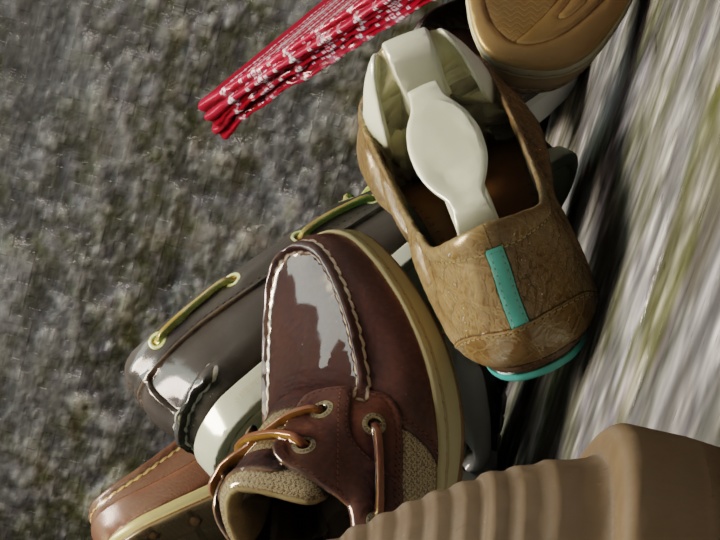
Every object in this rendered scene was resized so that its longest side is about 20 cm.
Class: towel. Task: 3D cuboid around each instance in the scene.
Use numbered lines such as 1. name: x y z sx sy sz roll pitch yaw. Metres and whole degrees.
1. towel: 0.025 -0.132 1.134 0.200 0.023 0.145 -28 13 42

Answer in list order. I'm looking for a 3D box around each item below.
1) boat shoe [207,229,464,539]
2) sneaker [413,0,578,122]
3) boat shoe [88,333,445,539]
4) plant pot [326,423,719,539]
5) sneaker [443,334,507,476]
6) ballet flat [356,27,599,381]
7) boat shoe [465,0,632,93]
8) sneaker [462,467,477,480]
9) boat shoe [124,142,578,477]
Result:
1. boat shoe: -0.012 0.071 0.825 0.072 0.072 0.201 -37 52 43
2. sneaker: 0.062 -0.082 1.131 0.200 0.072 0.085 -56 -18 -59
3. boat shoe: -0.033 0.060 1.046 0.199 0.068 0.072 -29 -19 -26
4. plant pot: 0.009 0.122 0.536 0.201 0.092 0.202 -163 90 -88
5. sneaker: 0.005 0.105 1.006 0.075 0.081 0.201 -74 2 -56
6. ballet flat: 0.031 -0.040 0.878 0.200 0.067 0.073 -106 -8 -57
7. boat shoe: 0.084 -0.140 0.990 0.069 0.073 0.201 88 -166 -54
8. sneaker: -0.007 0.124 0.939 0.091 0.066 0.201 55 139 35
9. boat shoe: 0.000 0.000 0.955 0.201 0.060 0.072 -37 -30 -28
